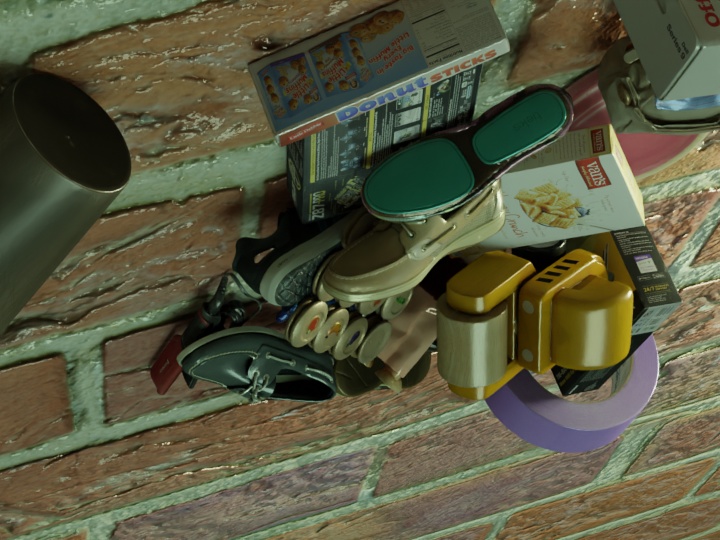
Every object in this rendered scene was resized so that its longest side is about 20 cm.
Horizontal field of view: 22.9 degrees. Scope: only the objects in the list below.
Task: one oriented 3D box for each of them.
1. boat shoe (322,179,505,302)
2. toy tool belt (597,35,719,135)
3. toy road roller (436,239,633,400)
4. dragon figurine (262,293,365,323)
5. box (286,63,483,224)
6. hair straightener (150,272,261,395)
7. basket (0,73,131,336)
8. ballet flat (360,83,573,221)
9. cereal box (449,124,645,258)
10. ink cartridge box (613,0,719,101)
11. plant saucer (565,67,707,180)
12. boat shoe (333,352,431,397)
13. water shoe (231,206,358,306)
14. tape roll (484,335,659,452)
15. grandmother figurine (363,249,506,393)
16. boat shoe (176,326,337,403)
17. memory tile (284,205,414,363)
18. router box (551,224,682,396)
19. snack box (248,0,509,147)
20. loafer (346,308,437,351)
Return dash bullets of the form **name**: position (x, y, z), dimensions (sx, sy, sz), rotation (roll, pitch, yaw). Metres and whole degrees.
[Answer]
- **boat shoe**: position (0.048, -0.037, 1.588), dimensions (0.200, 0.072, 0.065), rotation (-27, 134, -26)
- **toy tool belt**: position (0.311, -0.191, 1.559), dimensions (0.200, 0.125, 0.123), rotation (-17, 164, -11)
- **toy road roller**: position (0.181, 0.050, 1.770), dimensions (0.200, 0.146, 0.123), rotation (-32, 132, -40)
- **dragon figurine**: position (0.000, 0.000, 1.778), dimensions (0.200, 0.059, 0.099), rotation (-30, 155, 18)
- **box**: position (0.018, -0.122, 1.550), dimensions (0.161, 0.049, 0.200), rotation (-19, 157, -10)
- **hair straightener**: position (-0.152, 0.061, 1.822), dimensions (0.077, 0.041, 0.200), rotation (-10, 149, -32)
- **basket**: position (-0.282, -0.048, 1.367), dimensions (0.200, 0.136, 0.180), rotation (-40, 154, 28)
- **ballet flat**: position (0.096, -0.099, 1.543), dimensions (0.200, 0.069, 0.071), rotation (-29, 177, 6)
- **cereal box**: position (0.160, -0.072, 1.696), dimensions (0.200, 0.040, 0.144), rotation (-10, 150, 18)
- **ink cartridge box**: position (0.314, -0.229, 1.451), dimensions (0.200, 0.146, 0.084), rotation (-10, 155, -23)
- **plant saucer**: position (0.263, -0.140, 1.713), dimensions (0.200, 0.051, 0.201), rotation (-17, 156, -8)
- **boat shoe**: position (0.009, 0.101, 1.999), dimensions (0.065, 0.073, 0.200), rotation (1, -177, 34)
- **water shoe**: position (-0.038, -0.041, 1.660), dimensions (0.200, 0.079, 0.072), rotation (-33, 149, -43)
- **tape roll**: position (0.233, 0.102, 2.010), dimensions (0.200, 0.200, 0.066), rotation (-11, 154, -22)
- **grandmother figurine**: position (0.074, 0.025, 1.833), dimensions (0.200, 0.121, 0.061), rotation (-47, -172, 2)
- **boat shoe**: position (-0.100, 0.103, 1.825), dimensions (0.200, 0.062, 0.073), rotation (7, 141, -46)
- **memory tile**: position (0.006, 0.017, 1.692), dimensions (0.153, 0.017, 0.200), rotation (-58, 156, 6)
- **router box**: position (0.248, 0.019, 1.902), dimensions (0.052, 0.157, 0.200), rotation (-8, 152, -27)
- **snack box**: position (0.014, -0.170, 1.418), dimensions (0.200, 0.072, 0.024), rotation (-23, 157, 3)
- **loafer**: position (0.039, 0.053, 1.927), dimensions (0.200, 0.073, 0.071), rotation (5, 167, -31)
